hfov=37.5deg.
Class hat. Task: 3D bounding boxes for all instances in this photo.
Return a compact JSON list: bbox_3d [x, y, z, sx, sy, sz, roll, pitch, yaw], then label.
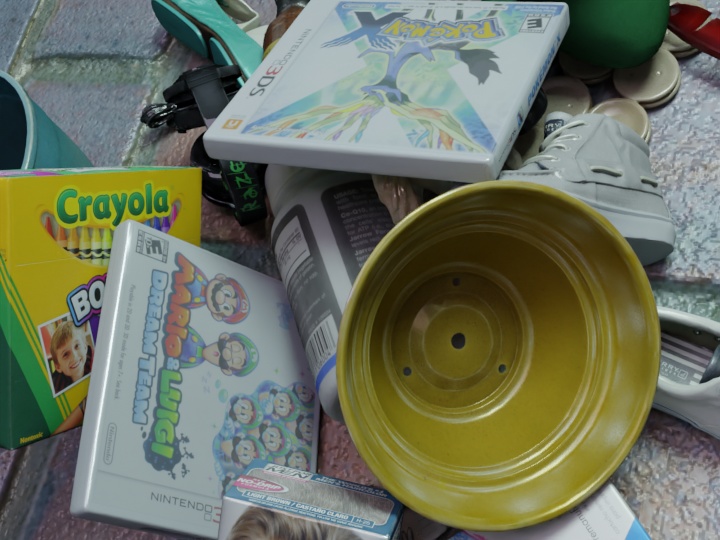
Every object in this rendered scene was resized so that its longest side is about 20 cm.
[{"bbox_3d":[0.203,-0.162,0.797,0.166,0.176,0.200,-32,13,-11],"label":"hat"}]

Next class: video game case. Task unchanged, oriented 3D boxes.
[{"bbox_3d":[-0.101,0.085,0.730,0.024,0.182,0.200,-23,54,42],"label":"video game case"},{"bbox_3d":[0.021,-0.129,0.711,0.200,0.022,0.182,8,46,23],"label":"video game case"}]

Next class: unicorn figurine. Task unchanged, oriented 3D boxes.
[{"bbox_3d":[0.053,-0.089,0.749,0.074,0.137,0.200,-37,15,23],"label":"unicorn figurine"}]

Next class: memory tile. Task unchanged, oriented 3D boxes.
[{"bbox_3d":[0.168,-0.147,0.829,0.153,0.017,0.200,28,77,30],"label":"memory tile"}]

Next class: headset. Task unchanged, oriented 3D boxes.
[{"bbox_3d":[-0.129,-0.110,0.872,0.094,0.124,0.200,-20,32,-6],"label":"headset"}]

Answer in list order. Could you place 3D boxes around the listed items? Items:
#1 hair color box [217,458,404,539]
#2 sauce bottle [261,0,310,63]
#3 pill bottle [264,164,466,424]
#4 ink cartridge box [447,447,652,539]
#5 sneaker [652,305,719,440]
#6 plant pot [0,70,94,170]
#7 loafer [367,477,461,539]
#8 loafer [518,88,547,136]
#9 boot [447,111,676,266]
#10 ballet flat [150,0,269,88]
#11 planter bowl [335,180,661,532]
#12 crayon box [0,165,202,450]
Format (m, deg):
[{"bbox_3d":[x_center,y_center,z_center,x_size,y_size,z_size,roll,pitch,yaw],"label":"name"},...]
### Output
[{"bbox_3d":[-0.039,0.224,0.632,0.100,0.061,0.200,11,104,11],"label":"hair color box"},{"bbox_3d":[-0.048,-0.168,0.869,0.066,0.066,0.200,-13,51,15],"label":"sauce bottle"},{"bbox_3d":[0.000,0.000,0.766,0.114,0.114,0.200,-25,59,9],"label":"pill bottle"},{"bbox_3d":[0.093,0.217,0.648,0.200,0.067,0.116,-35,57,3],"label":"ink cartridge box"},{"bbox_3d":[0.241,0.077,0.655,0.200,0.071,0.073,17,73,28],"label":"sneaker"},{"bbox_3d":[-0.279,-0.025,0.842,0.200,0.188,0.200,-12,60,22],"label":"plant pot"},{"bbox_3d":[0.004,0.186,0.702,0.200,0.063,0.072,-42,57,-2],"label":"loafer"},{"bbox_3d":[0.055,-0.156,0.828,0.200,0.070,0.068,29,79,37],"label":"loafer"},{"bbox_3d":[0.127,-0.060,0.706,0.074,0.200,0.096,-30,60,45],"label":"boot"},{"bbox_3d":[-0.111,-0.205,0.943,0.070,0.067,0.200,-34,59,-14],"label":"ballet flat"},{"bbox_3d":[0.071,0.047,0.638,0.200,0.200,0.083,-51,15,-8],"label":"planter bowl"},{"bbox_3d":[-0.192,0.014,0.749,0.058,0.200,0.173,8,100,26],"label":"crayon box"}]
